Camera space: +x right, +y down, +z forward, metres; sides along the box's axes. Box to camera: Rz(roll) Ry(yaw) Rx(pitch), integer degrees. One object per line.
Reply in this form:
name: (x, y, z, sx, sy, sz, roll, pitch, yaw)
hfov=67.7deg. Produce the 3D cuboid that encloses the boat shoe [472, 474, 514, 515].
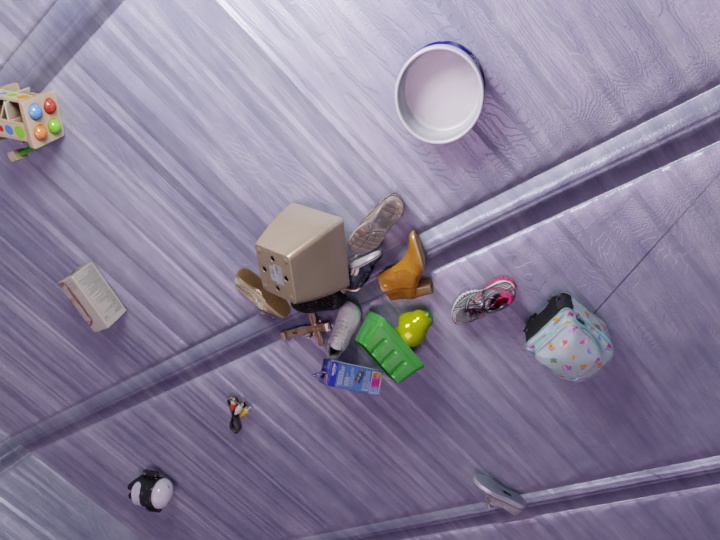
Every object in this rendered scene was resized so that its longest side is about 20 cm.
boat shoe: (0.446, 0.756, 1.783, 0.197, 0.075, 0.088, 28, 108, -9)

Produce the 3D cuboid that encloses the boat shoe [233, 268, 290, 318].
boat shoe: (-0.297, 0.077, 1.619, 0.199, 0.073, 0.063, 41, 131, 4)

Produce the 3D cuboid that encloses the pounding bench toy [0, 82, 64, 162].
pounding bench toy: (-0.920, -0.393, 1.496, 0.150, 0.125, 0.206, 12, 124, 9)

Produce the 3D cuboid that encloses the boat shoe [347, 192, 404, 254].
boat shoe: (0.043, -0.120, 1.386, 0.074, 0.074, 0.199, 41, 118, -15)

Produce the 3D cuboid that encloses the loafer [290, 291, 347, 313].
loafer: (-0.124, 0.088, 1.567, 0.195, 0.069, 0.071, -3, 90, 36)

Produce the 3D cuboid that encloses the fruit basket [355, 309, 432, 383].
fruit basket: (0.112, 0.187, 1.532, 0.207, 0.155, 0.225, -1, 93, -18)

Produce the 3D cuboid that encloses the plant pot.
plant pot: (-0.163, -0.031, 1.401, 0.196, 0.175, 0.206, 20, 129, 36)

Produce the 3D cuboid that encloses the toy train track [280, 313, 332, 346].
toy train track: (-0.175, 0.189, 1.652, 0.195, 0.032, 0.119, -14, 99, 32)

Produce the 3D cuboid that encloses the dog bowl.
dog bowl: (0.175, -0.389, 1.177, 0.192, 0.079, 0.206, 8, 122, 13)

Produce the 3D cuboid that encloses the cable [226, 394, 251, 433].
cable: (-0.460, 0.526, 1.948, 0.095, 0.051, 0.203, 28, 123, 0)

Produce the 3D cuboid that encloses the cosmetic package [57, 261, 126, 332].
cosmetic package: (-0.893, 0.090, 1.794, 0.085, 0.104, 0.204, -16, 113, 27)

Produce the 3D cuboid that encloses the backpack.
backpack: (0.539, 0.184, 1.368, 0.196, 0.155, 0.177, 31, 120, -11)

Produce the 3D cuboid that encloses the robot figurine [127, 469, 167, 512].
robot figurine: (-0.897, 0.945, 2.300, 0.192, 0.128, 0.153, 2, 139, 16)

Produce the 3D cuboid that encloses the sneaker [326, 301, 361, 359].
sneaker: (-0.052, 0.186, 1.583, 0.075, 0.100, 0.205, 20, 124, 5)

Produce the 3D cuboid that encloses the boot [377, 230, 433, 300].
boot: (0.108, -0.004, 1.434, 0.139, 0.072, 0.206, -8, 122, 18)

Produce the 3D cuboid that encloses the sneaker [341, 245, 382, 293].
sneaker: (0.000, 0.000, 1.470, 0.197, 0.079, 0.080, -26, 105, 41)

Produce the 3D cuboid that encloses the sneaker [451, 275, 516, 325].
sneaker: (0.320, 0.088, 1.421, 0.081, 0.075, 0.198, 45, 123, -13)

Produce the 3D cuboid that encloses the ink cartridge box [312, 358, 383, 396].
ink cartridge box: (-0.045, 0.314, 1.604, 0.193, 0.079, 0.136, 16, 170, -12)
